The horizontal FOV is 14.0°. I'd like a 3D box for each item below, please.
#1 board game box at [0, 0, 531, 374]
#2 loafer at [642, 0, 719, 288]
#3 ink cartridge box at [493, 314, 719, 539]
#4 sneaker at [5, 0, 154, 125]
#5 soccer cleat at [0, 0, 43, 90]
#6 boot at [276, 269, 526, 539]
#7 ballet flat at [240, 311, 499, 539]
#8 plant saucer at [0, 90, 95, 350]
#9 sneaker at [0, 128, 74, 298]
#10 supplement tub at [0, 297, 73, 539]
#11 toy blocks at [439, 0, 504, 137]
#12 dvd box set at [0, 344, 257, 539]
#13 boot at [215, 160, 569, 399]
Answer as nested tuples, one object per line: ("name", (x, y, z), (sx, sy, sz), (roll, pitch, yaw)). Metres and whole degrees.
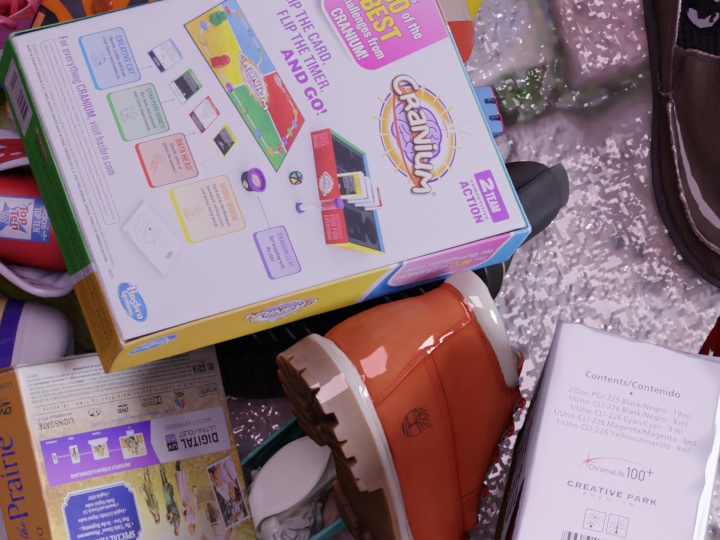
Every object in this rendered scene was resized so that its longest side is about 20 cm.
("board game box", (-0.043, -0.053, 1.307), (0.199, 0.040, 0.154), (-15, 74, -20))
("loafer", (0.181, -0.086, 1.480), (0.073, 0.071, 0.201), (-10, 73, -7))
("ink cartridge box", (0.111, 0.098, 1.347), (0.083, 0.200, 0.176), (13, 72, 1))
("sneaker", (-0.066, -0.095, 1.374), (0.199, 0.078, 0.113), (18, 93, 12))
("soccer cleat", (-0.182, -0.122, 1.417), (0.200, 0.073, 0.068), (-41, 77, -15))
("boot", (0.039, 0.087, 1.351), (0.107, 0.200, 0.075), (-33, 46, -15))
("ballet flat", (0.002, 0.080, 1.415), (0.200, 0.070, 0.067), (-41, 82, -15))
("plant saucer", (-0.154, -0.095, 1.474), (0.199, 0.048, 0.200), (35, 74, 8))
("sneaker", (-0.200, -0.026, 1.329), (0.199, 0.112, 0.072), (-9, 107, -32))
("supplement tub", (-0.239, 0.078, 1.361), (0.199, 0.145, 0.146), (6, 72, -2))
("toy blocks", (0.010, -0.137, 1.461), (0.136, 0.100, 0.201), (-7, 76, -40))
("dvd box set", (-0.097, 0.134, 1.309), (0.029, 0.146, 0.201), (-15, 87, 34))
("boot", (0.000, 0.000, 1.447), (0.199, 0.138, 0.078), (-7, 106, 28))
